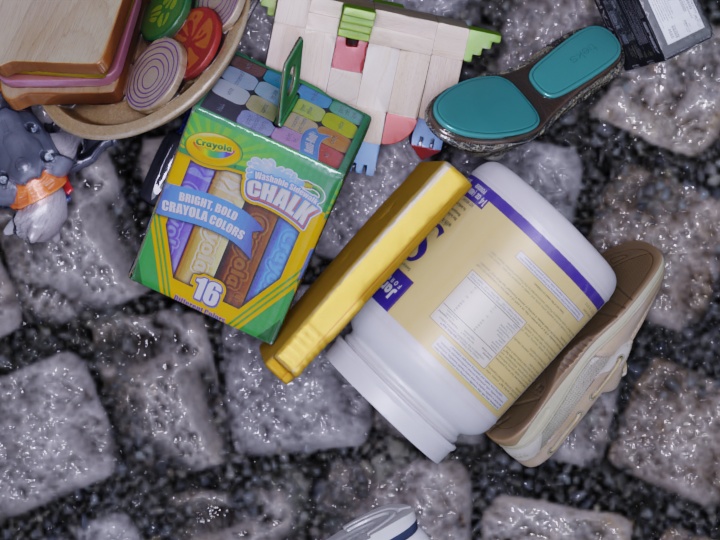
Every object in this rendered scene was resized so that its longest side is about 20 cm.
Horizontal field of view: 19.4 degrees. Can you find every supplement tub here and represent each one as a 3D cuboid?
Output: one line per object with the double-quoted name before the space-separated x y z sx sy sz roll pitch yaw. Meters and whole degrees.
"supplement tub" 0.083 0.033 1.620 0.145 0.145 0.200 43 90 -5

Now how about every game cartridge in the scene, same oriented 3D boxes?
"game cartridge" 0.000 0.000 1.598 0.032 0.176 0.200 40 90 -5

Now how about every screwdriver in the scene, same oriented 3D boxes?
"screwdriver" -0.123 -0.142 1.658 0.029 0.028 0.202 23 88 24

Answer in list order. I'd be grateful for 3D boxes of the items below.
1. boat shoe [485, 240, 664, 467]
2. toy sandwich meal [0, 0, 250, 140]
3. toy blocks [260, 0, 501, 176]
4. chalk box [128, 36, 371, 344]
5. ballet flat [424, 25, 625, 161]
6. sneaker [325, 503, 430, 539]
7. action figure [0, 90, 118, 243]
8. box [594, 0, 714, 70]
"boat shoe" 0.178 0.066 1.675 0.201 0.072 0.065 -53 131 -5
"toy sandwich meal" -0.175 -0.185 1.526 0.203 0.070 0.207 -14 56 22
"toy blocks" -0.003 -0.140 1.643 0.198 0.100 0.138 11 103 -4
"chalk box" -0.073 -0.074 1.575 0.123 0.125 0.201 25 118 0
"ballet flat" 0.123 -0.125 1.628 0.199 0.075 0.068 -29 69 -32
"sneaker" -0.029 0.263 1.661 0.199 0.076 0.081 -27 103 -1
"action figure" -0.297 -0.096 1.610 0.199 0.105 0.194 -35 85 -4
"box" 0.195 -0.255 1.610 0.043 0.160 0.201 -25 93 -2
